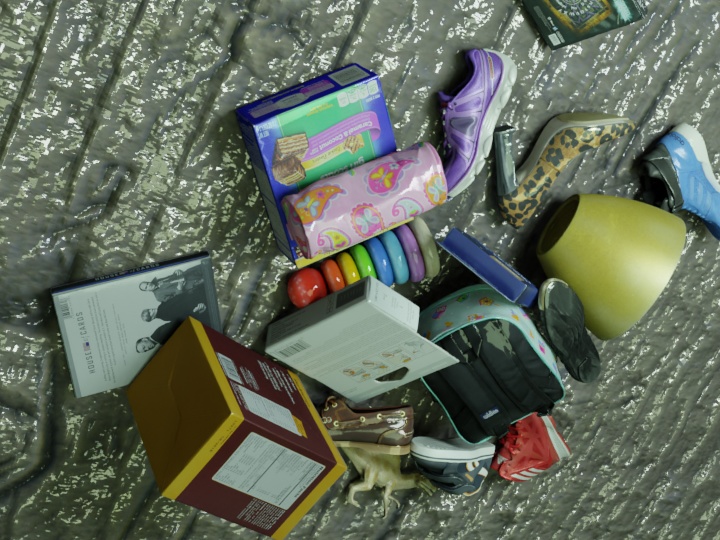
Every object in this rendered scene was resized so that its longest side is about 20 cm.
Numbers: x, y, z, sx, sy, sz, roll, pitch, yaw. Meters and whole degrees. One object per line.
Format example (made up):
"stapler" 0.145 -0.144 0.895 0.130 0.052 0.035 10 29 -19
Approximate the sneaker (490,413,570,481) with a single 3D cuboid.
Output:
"sneaker" 0.234 0.251 1.638 0.115 0.078 0.200 -39 121 -4

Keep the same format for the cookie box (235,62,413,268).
"cookie box" -0.041 -0.129 1.347 0.170 0.075 0.201 -24 121 -13

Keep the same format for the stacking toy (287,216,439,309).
"stacking toy" 0.000 0.000 1.424 0.199 0.085 0.086 -21 120 -9

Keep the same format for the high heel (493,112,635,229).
"high heel" 0.278 -0.136 1.478 0.198 0.071 0.144 -9 111 -1

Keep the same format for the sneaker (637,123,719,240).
"sneaker" 0.468 -0.101 1.576 0.111 0.077 0.201 -38 118 -10

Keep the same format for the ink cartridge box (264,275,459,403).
"ink cartridge box" 0.002 0.095 1.419 0.173 0.044 0.199 32 138 -33

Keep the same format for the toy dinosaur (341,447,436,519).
"toy dinosaur" 0.013 0.295 1.587 0.199 0.058 0.102 32 81 -23

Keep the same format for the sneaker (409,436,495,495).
"sneaker" 0.132 0.284 1.567 0.199 0.078 0.080 14 91 -54

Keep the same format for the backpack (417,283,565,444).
"backpack" 0.165 0.112 1.486 0.175 0.154 0.200 -28 129 19

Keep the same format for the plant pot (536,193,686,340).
"plant pot" 0.329 -0.026 1.505 0.141 0.200 0.201 32 99 -8

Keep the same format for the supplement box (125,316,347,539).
"supplement box" -0.156 0.197 1.355 0.133 0.198 0.200 -48 129 11

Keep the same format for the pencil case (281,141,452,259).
"pencil case" 0.008 -0.085 1.297 0.199 0.087 0.088 -24 120 -13

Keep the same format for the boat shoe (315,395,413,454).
"boat shoe" -0.025 0.206 1.494 0.198 0.070 0.071 4 101 -4

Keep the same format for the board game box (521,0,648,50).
"board game box" 0.251 -0.372 1.340 0.200 0.135 0.028 49 45 -33

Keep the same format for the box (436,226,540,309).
"box" 0.172 -0.002 1.409 0.032 0.121 0.200 -52 164 8

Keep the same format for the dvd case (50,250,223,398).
"dvd case" -0.275 0.068 1.366 0.198 0.025 0.151 -14 118 -17

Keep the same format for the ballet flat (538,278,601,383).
"ballet flat" 0.276 0.082 1.481 0.066 0.057 0.201 -37 130 -9

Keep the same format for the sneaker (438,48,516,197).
"sneaker" 0.130 -0.190 1.407 0.083 0.081 0.201 18 98 -12
